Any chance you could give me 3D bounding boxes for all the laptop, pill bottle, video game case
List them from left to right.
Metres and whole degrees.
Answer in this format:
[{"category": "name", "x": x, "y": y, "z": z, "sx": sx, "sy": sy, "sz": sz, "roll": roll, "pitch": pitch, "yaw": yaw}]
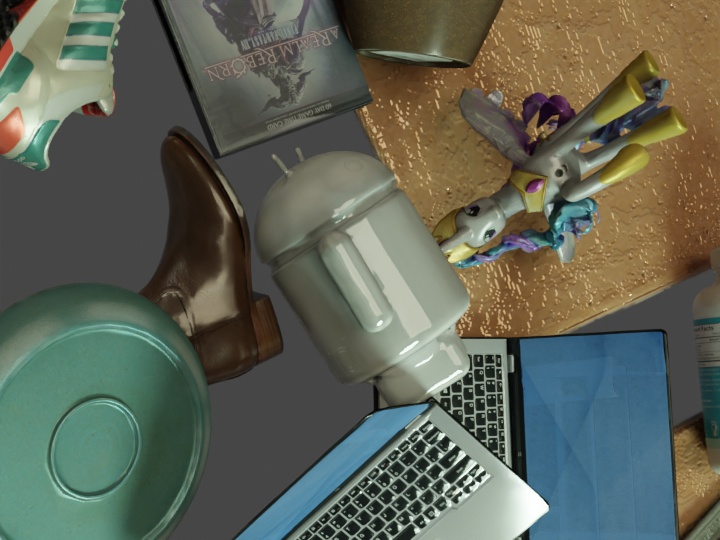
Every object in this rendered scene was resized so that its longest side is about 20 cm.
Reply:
[{"category": "video game case", "x": -0.085, "y": -0.200, "z": 0.895, "sx": 0.142, "sy": 0.019, "sz": 0.201, "roll": -24, "pitch": 94, "yaw": -29}, {"category": "laptop", "x": 0.007, "y": 0.187, "z": 0.790, "sx": 0.187, "sy": 0.116, "sz": 0.200, "roll": -43, "pitch": 109, "yaw": 12}, {"category": "laptop", "x": 0.124, "y": 0.142, "z": 0.900, "sx": 0.199, "sy": 0.116, "sz": 0.188, "roll": 2, "pitch": 82, "yaw": -29}, {"category": "pill bottle", "x": 0.355, "y": 0.077, "z": 1.047, "sx": 0.110, "sy": 0.111, "sz": 0.201, "roll": -1, "pitch": 84, "yaw": -29}]

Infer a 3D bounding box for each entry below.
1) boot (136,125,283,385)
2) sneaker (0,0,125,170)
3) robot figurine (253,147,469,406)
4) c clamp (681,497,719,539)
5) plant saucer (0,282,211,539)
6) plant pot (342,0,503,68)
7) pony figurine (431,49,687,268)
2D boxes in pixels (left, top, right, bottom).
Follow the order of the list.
[{"category": "boot", "x": -0.167, "y": 0.019, "z": 0.798, "sx": 0.199, "sy": 0.064, "sz": 0.187, "roll": -25, "pitch": 98, "yaw": -25}, {"category": "sneaker", "x": -0.196, "y": -0.157, "z": 0.809, "sx": 0.093, "sy": 0.070, "sz": 0.200, "roll": 48, "pitch": 61, "yaw": -35}, {"category": "robot figurine", "x": 0.000, "y": 0.000, "z": 0.836, "sx": 0.113, "sy": 0.170, "sz": 0.200, "roll": -32, "pitch": 92, "yaw": 1}, {"category": "c clamp", "x": 0.354, "y": 0.286, "z": 1.067, "sx": 0.200, "sy": 0.027, "sz": 0.171, "roll": -29, "pitch": 98, "yaw": -29}, {"category": "plant saucer", "x": -0.170, "y": 0.109, "z": 0.737, "sx": 0.199, "sy": 0.027, "sz": 0.201, "roll": -7, "pitch": 101, "yaw": -41}, {"category": "plant pot", "x": 0.053, "y": -0.261, "z": 0.904, "sx": 0.186, "sy": 0.187, "sz": 0.201, "roll": 4, "pitch": 96, "yaw": -28}, {"category": "pony figurine", "x": 0.147, "y": -0.084, "z": 0.905, "sx": 0.167, "sy": 0.200, "sz": 0.193, "roll": 53, "pitch": 28, "yaw": -5}]
